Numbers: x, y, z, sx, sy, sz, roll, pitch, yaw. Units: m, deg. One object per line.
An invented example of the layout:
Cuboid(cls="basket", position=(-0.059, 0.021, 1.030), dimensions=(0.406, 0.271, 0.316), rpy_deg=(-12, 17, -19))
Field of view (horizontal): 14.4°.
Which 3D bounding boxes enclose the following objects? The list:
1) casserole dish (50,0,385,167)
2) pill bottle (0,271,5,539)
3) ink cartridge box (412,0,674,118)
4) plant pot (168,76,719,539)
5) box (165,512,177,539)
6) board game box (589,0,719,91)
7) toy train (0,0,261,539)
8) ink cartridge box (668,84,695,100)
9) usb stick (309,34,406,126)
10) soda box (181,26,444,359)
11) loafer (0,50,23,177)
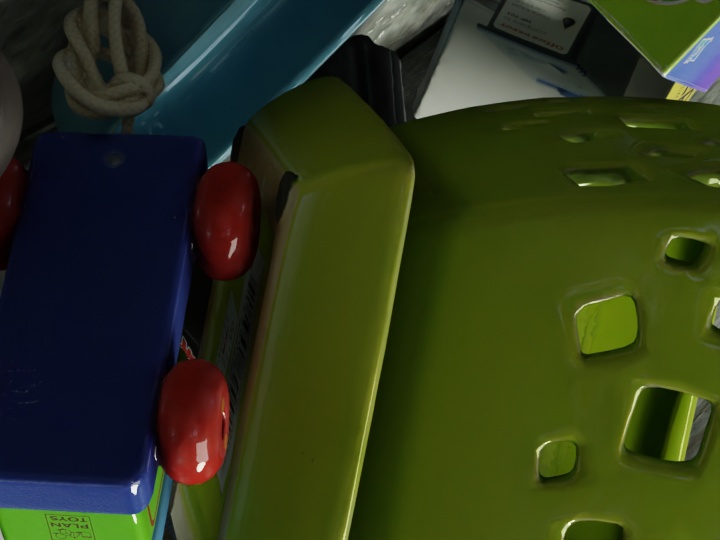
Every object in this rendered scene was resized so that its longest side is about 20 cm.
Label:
Cuboid(cls="casserole dish", position=(-0.029, -0.098, 0.937), dimensions=(0.200, 0.039, 0.121), rpy_deg=(-44, 168, 9))
Cuboid(cls="pill bottle", position=(-0.168, 0.090, 0.949), dimensions=(0.200, 0.116, 0.116), rpy_deg=(-47, 167, 15))
Cuboid(cls="ink cartridge box", position=(0.097, -0.138, 0.986), dimensions=(0.200, 0.086, 0.147), rpy_deg=(109, 5, -63))
Cuboid(cls="plant pot", position=(0.044, 0.044, 0.886), dimensions=(0.199, 0.181, 0.200), rpy_deg=(-123, -136, -76))
Cuboid(cls="box", position=(-0.119, 0.117, 1.032), dimensions=(0.200, 0.158, 0.051), rpy_deg=(-52, 133, -7))
Cuboid(cls="board game box", position=(0.047, -0.156, 0.604), dimensions=(0.134, 0.200, 0.045), rpy_deg=(-46, 167, 12))
Cuboid(cls="toy train", position=(-0.069, 0.007, 0.853), dimensions=(0.116, 0.085, 0.200), rpy_deg=(85, 10, -52))
Cuboid(cls="ink cartridge box", position=(0.116, -0.056, 1.517), dimensions=(0.200, 0.047, 0.198), rpy_deg=(-31, 163, -36))
Cuboid(cls="usb stick", position=(0.000, 0.000, 1.069), dimensions=(0.033, 0.200, 0.055), rpy_deg=(16, 140, -26))
Cuboid(cls="soda box", position=(-0.008, -0.021, 1.180), dimensions=(0.200, 0.071, 0.063), rpy_deg=(-37, 165, -26))
Cuboid(cls="loafer", position=(-0.176, 0.008, 0.779), dimensions=(0.200, 0.073, 0.071), rpy_deg=(-55, 162, 7))
